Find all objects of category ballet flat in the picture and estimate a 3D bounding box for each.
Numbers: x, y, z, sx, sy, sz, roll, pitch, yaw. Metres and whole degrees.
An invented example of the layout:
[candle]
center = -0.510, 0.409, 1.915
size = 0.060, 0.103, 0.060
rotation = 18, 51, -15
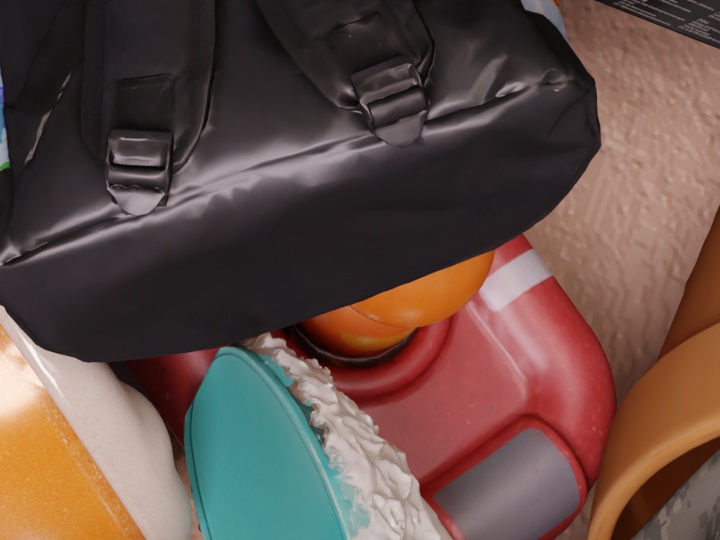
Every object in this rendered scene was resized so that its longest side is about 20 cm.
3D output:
[ballet flat]
center = 0.010, 0.107, 0.808
size = 0.071, 0.072, 0.200
rotation = -10, 55, -21

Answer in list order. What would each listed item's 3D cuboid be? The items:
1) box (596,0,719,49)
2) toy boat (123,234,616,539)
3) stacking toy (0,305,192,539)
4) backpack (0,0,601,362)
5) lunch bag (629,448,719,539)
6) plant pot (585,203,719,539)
[box]
center = 0.088, -0.177, 0.960
size = 0.200, 0.047, 0.194
rotation = 14, 61, -54
[toy boat]
center = 0.000, 0.000, 0.881
size = 0.130, 0.131, 0.200
rotation = -34, 86, -25
[stacking toy]
center = -0.160, 0.067, 0.825
size = 0.200, 0.146, 0.146
rotation = -34, 86, -8
[backpack]
center = -0.030, -0.082, 0.798
size = 0.163, 0.154, 0.201
rotation = -19, 65, 4
[lunch bag]
center = 0.119, 0.162, 0.817
size = 0.139, 0.200, 0.168
rotation = 21, 52, -14
[plant pot]
center = 0.175, 0.041, 0.906
size = 0.199, 0.200, 0.140
rotation = 20, 51, -12
